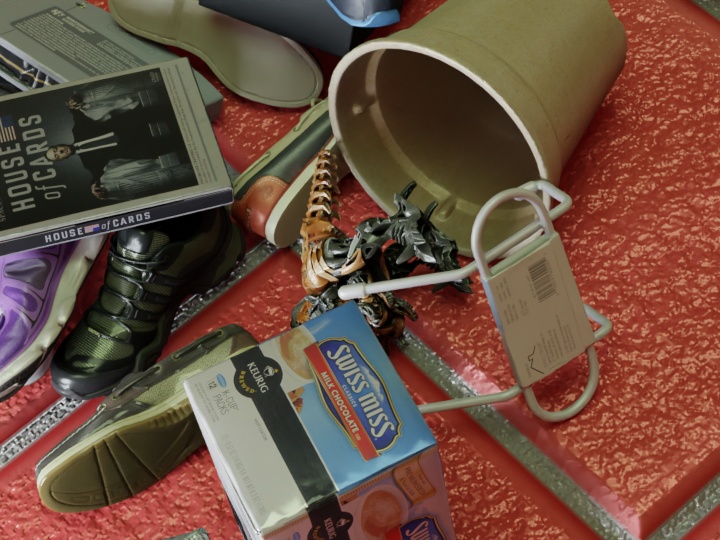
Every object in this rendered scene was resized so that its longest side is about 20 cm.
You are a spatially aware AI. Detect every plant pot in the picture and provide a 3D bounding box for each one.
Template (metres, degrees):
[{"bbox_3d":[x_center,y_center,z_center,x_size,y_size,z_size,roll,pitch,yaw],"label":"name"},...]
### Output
[{"bbox_3d":[0.108,-0.143,1.533,0.200,0.201,0.184,26,52,24],"label":"plant pot"}]

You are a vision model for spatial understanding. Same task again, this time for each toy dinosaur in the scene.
[{"bbox_3d":[0.000,0.000,1.493,0.135,0.102,0.201,-23,88,16],"label":"toy dinosaur"}]

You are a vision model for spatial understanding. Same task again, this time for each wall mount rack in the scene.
[{"bbox_3d":[0.089,0.031,1.420,0.173,0.201,0.075,-31,32,-15],"label":"wall mount rack"}]

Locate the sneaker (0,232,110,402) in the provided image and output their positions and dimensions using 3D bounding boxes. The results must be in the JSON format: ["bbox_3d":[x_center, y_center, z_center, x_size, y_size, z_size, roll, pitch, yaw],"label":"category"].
[{"bbox_3d":[-0.256,0.014,1.494,0.083,0.081,0.201,27,57,-10],"label":"sneaker"}]

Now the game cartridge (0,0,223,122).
[{"bbox_3d":[-0.219,-0.168,1.636,0.200,0.041,0.133,33,37,17],"label":"game cartridge"}]

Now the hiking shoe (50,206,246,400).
[{"bbox_3d":[-0.176,0.007,1.514,0.076,0.101,0.200,22,60,34],"label":"hiking shoe"}]

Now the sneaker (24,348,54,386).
[{"bbox_3d":[-0.299,-0.009,1.544,0.070,0.109,0.201,-21,58,-7],"label":"sneaker"}]

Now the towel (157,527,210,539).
[{"bbox_3d":[-0.166,0.287,1.306,0.199,0.035,0.193,-17,98,-1],"label":"towel"}]

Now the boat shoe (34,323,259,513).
[{"bbox_3d":[-0.156,0.108,1.472,0.200,0.072,0.066,-31,47,-11],"label":"boat shoe"}]

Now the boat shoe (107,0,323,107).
[{"bbox_3d":[-0.113,-0.203,1.664,0.199,0.073,0.063,26,25,8],"label":"boat shoe"}]

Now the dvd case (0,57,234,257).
[{"bbox_3d":[-0.210,-0.087,1.507,0.199,0.025,0.151,-13,51,-11],"label":"dvd case"}]

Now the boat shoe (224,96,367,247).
[{"bbox_3d":[-0.029,-0.106,1.591,0.062,0.071,0.200,31,71,29],"label":"boat shoe"}]

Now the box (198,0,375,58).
[{"bbox_3d":[-0.027,-0.272,1.644,0.141,0.079,0.200,20,40,15],"label":"box"}]

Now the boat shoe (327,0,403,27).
[{"bbox_3d":[-0.018,-0.261,1.516,0.084,0.069,0.200,-19,44,-31],"label":"boat shoe"}]

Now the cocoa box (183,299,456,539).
[{"bbox_3d":[-0.021,0.144,1.341,0.131,0.200,0.134,-25,56,-8],"label":"cocoa box"}]

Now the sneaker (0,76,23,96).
[{"bbox_3d":[-0.267,-0.138,1.651,0.199,0.076,0.091,28,55,20],"label":"sneaker"}]
